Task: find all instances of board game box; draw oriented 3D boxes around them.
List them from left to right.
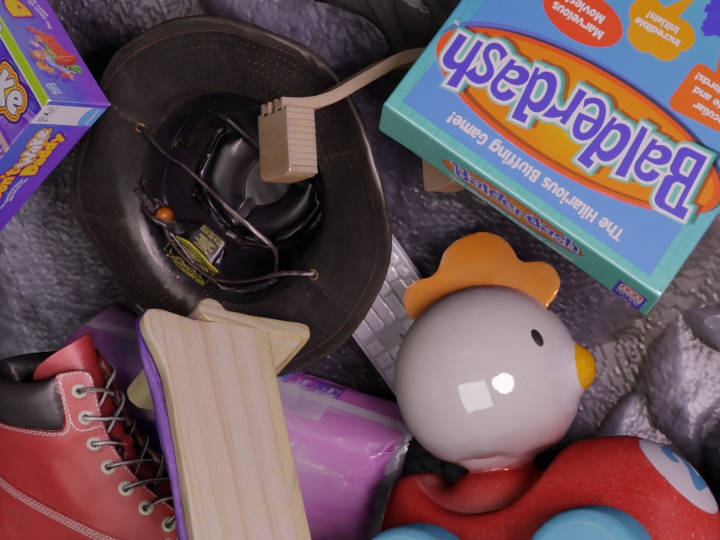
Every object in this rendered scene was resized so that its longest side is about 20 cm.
[{"bbox_3d":[-0.229,-0.120,1.131,0.134,0.045,0.200,-45,65,28],"label":"board game box"},{"bbox_3d":[0.127,-0.105,0.982,0.152,0.045,0.200,35,79,5],"label":"board game box"}]

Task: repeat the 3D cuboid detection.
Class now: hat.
[{"bbox_3d":[-0.051,-0.047,1.106,0.201,0.081,0.201,14,120,26],"label":"hat"}]

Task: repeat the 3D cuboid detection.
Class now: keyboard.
[{"bbox_3d":[0.000,0.000,1.152,0.056,0.011,0.200,-33,95,28],"label":"keyboard"}]

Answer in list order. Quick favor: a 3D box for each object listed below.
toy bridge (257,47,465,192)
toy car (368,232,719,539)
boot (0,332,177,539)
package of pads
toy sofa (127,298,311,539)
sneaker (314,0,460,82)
[{"bbox_3d":[0.043,-0.072,1.029,0.027,0.200,0.067,-16,76,57],"label":"toy bridge"},{"bbox_3d":[0.085,0.077,1.074,0.177,0.184,0.200,-9,86,23],"label":"toy car"},{"bbox_3d":[-0.109,0.110,1.118,0.200,0.072,0.144,11,114,21],"label":"boot"},{"bbox_3d":[-0.074,0.108,1.184,0.200,0.076,0.121,17,114,14],"label":"package of pads"},{"bbox_3d":[-0.067,0.117,1.029,0.083,0.098,0.200,-49,43,40],"label":"toy sofa"},{"bbox_3d":[-0.001,-0.178,1.053,0.091,0.076,0.200,-26,97,33],"label":"sneaker"}]
